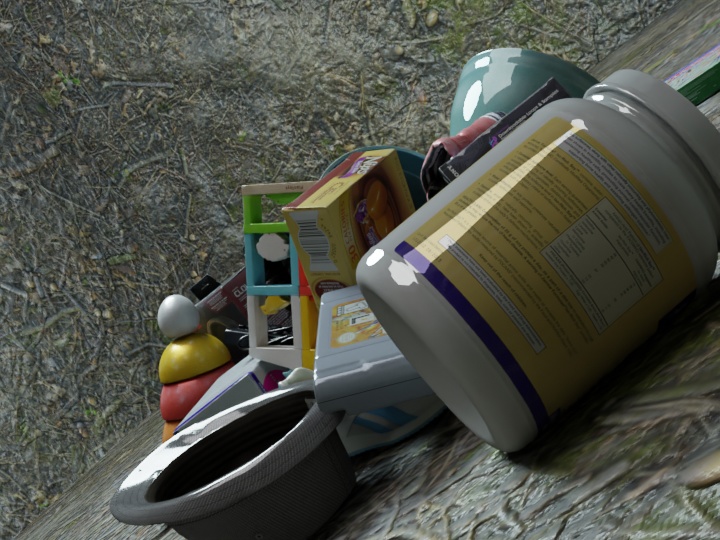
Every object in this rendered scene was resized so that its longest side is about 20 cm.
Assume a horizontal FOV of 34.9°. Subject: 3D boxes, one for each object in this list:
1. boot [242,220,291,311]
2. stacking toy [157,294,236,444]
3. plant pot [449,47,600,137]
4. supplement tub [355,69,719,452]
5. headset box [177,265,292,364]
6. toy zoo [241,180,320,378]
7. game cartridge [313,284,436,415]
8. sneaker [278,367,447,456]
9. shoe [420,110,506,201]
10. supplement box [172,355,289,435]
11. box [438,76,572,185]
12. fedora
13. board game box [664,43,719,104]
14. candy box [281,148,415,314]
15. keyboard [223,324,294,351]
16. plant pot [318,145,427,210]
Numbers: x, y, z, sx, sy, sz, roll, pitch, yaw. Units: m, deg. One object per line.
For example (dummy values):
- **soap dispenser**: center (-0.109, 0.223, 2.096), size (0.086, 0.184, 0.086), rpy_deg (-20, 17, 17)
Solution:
- **boot**: center (-0.001, 0.002, 1.171), size (0.158, 0.211, 0.080), rpy_deg (-28, -43, -50)
- **stacking toy**: center (-0.187, 0.124, 1.345), size (0.146, 0.201, 0.146), rpy_deg (-15, 5, 1)
- **plant pot**: center (0.185, -0.138, 1.311), size (0.135, 0.200, 0.200), rpy_deg (-66, 14, -21)
- **supplement tub**: center (0.114, -0.008, 0.672), size (0.200, 0.146, 0.145), rpy_deg (-39, 4, -7)
- **headset box**: center (-0.134, 0.089, 1.410), size (0.075, 0.200, 0.149), rpy_deg (-42, 6, -41)
- **toy zoo**: center (-0.054, 0.016, 1.094), size (0.131, 0.201, 0.020), rpy_deg (-1, 3, 34)
- **game cartridge**: center (0.033, 0.044, 0.868), size (0.133, 0.042, 0.200), rpy_deg (-19, 17, 5)
- **sneaker**: center (0.013, 0.091, 0.916), size (0.200, 0.081, 0.077), rpy_deg (-29, 8, 36)
- **shoe**: center (0.106, -0.076, 1.218), size (0.091, 0.072, 0.200), rpy_deg (-25, -35, -27)
- **supplement box**: center (-0.104, 0.149, 1.188), size (0.103, 0.101, 0.200), rpy_deg (-38, 5, 9)
- **box**: center (0.165, -0.090, 1.159), size (0.143, 0.036, 0.200), rpy_deg (-39, -32, -1)
- **fedora**: center (-0.081, 0.165, 0.869), size (0.200, 0.091, 0.177), rpy_deg (-25, 12, 24)
- **board game box**: center (0.406, -0.230, 1.325), size (0.200, 0.029, 0.135), rpy_deg (-35, 7, 44)
- **candy box**: center (0.012, 0.007, 1.026), size (0.056, 0.201, 0.117), rpy_deg (-2, 28, 38)
- **keyboard**: center (-0.044, 0.063, 1.170), size (0.199, 0.040, 0.104), rpy_deg (4, 9, 26)
- **plant pot**: center (0.019, -0.016, 1.384), size (0.200, 0.200, 0.188), rpy_deg (-41, -10, -30)
